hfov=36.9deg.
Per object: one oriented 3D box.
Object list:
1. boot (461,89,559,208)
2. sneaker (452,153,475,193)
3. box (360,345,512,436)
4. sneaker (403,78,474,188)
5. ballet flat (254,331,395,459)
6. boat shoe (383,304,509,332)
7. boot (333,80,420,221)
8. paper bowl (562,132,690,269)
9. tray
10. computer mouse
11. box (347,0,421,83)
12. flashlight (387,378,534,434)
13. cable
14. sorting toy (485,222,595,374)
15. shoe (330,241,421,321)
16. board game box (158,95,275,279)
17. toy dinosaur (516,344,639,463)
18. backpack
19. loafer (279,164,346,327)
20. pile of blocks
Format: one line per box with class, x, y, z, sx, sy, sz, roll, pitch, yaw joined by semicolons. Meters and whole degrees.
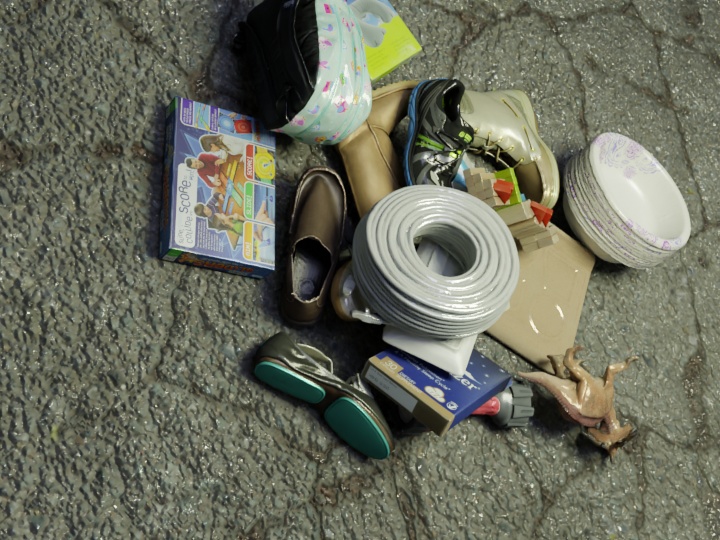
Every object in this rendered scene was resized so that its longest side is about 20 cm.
boot;0.190;-0.173;1.525;0.154;0.072;0.201;0;63;-34
sneaker;0.136;-0.108;1.455;0.080;0.076;0.201;-4;71;-31
box;0.102;0.122;1.302;0.121;0.033;0.200;35;28;21
sneaker;0.104;-0.158;1.382;0.071;0.082;0.201;25;61;-50
ballet flat;-0.032;0.137;1.254;0.200;0.068;0.069;39;45;-14
boat shoe;0.106;0.035;1.352;0.200;0.071;0.061;-14;103;-38
boot;0.044;-0.139;1.426;0.174;0.066;0.201;-20;82;-27
paper bowl;0.377;-0.092;1.576;0.200;0.104;0.202;24;44;-26
tray;0.105;0.026;1.300;0.107;0.022;0.201;26;52;-2
computer mouse;0.000;0.000;1.352;0.059;0.034;0.200;-39;94;-39
box;-0.017;-0.356;1.487;0.122;0.048;0.201;-38;94;-38
flashlight;0.130;0.171;1.345;0.199;0.068;0.068;8;28;-34
cable;0.088;-0.014;1.263;0.199;0.069;0.201;16;52;-7
sorting toy;0.231;0.019;1.496;0.185;0.036;0.201;33;60;-17
shoe;0.030;0.004;1.319;0.200;0.053;0.070;-33;100;-53
board game box;-0.167;-0.099;1.284;0.135;0.034;0.201;13;63;-28
toy dinosaur;0.296;0.176;1.412;0.199;0.086;0.137;15;70;-36
backpack;-0.065;-0.255;1.332;0.126;0.167;0.201;12;55;-36
loafer;-0.050;-0.035;1.287;0.072;0.071;0.202;7;74;-9
pile of blocks;0.210;-0.089;1.414;0.200;0.062;0.083;31;50;-49
